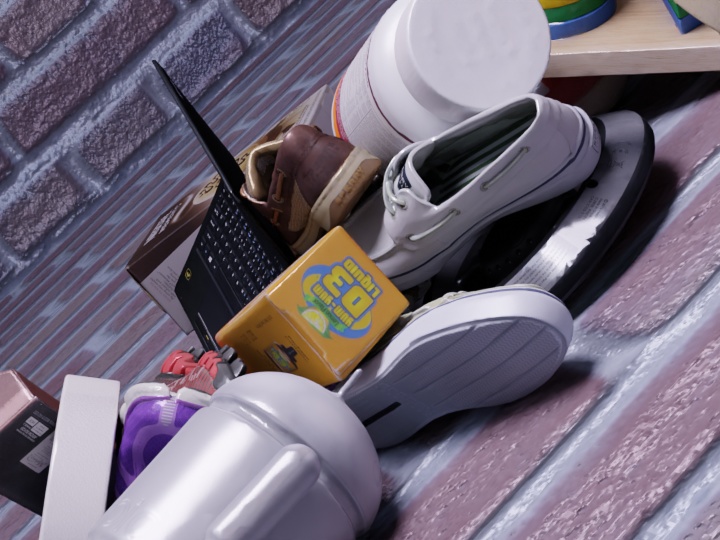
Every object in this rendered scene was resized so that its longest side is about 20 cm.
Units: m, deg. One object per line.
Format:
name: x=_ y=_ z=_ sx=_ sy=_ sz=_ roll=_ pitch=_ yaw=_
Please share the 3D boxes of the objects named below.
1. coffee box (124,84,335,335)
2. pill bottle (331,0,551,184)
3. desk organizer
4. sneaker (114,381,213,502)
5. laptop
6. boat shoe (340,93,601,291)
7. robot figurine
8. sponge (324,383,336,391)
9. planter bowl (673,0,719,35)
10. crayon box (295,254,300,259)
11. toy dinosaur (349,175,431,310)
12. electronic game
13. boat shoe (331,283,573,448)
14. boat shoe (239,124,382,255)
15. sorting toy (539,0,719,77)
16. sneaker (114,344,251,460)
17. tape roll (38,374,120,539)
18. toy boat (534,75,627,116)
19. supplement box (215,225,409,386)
coffee box: x=-0.086 y=-0.050 z=1.324 sx=0.200 sy=0.080 sz=0.113 roll=-36 pitch=16 yaw=22
pill bottle: x=0.050 y=-0.121 z=1.045 sx=0.110 sy=0.110 sz=0.200 roll=-46 pitch=2 yaw=-16
desk organizer: x=-0.223 y=0.124 z=1.148 sx=0.072 sy=0.200 sz=0.077 roll=-42 pitch=58 yaw=-1
sneaker: x=-0.116 y=0.148 z=0.964 sx=0.084 sy=0.080 sz=0.201 roll=-80 pitch=2 yaw=-49
laptop: x=-0.113 y=-0.016 z=1.171 sx=0.201 sy=0.103 sz=0.178 roll=-64 pitch=38 yaw=27
boat shoe: x=0.045 y=-0.052 z=0.965 sx=0.199 sy=0.067 sz=0.074 roll=-32 pitch=50 yaw=27
robot figurine: x=-0.066 y=0.135 z=0.862 sx=0.200 sy=0.113 sz=0.170 roll=-48 pitch=4 yaw=-24
sponge: x=-0.085 y=0.130 z=1.102 sx=0.200 sy=0.030 sz=0.112 roll=-26 pitch=21 yaw=48
planter bowl: x=0.248 y=-0.190 z=0.887 sx=0.200 sy=0.199 sz=0.135 roll=-74 pitch=8 yaw=-65
crayon box: x=-0.047 y=0.009 z=1.316 sx=0.127 sy=0.051 sz=0.200 roll=-22 pitch=24 yaw=52
toy dinosaur: x=0.000 y=0.000 z=1.112 sx=0.103 sy=0.077 sz=0.200 roll=-55 pitch=5 yaw=-18
electronic game: x=0.108 y=-0.020 z=1.003 sx=0.200 sy=0.042 sz=0.200 roll=-46 pitch=14 yaw=15
boat shoe: x=0.045 y=0.042 z=0.911 sx=0.200 sy=0.072 sz=0.062 roll=-29 pitch=35 yaw=48
boat shoe: x=-0.040 y=-0.060 z=1.052 sx=0.072 sy=0.072 sz=0.200 roll=-56 pitch=5 yaw=-6
sorting toy: x=0.202 y=-0.216 z=1.114 sx=0.199 sy=0.070 sz=0.199 roll=2 pitch=38 yaw=31
sneaker: x=-0.109 y=0.101 z=1.047 sx=0.098 sy=0.071 sz=0.200 roll=-45 pitch=12 yaw=-16
tape roll: x=-0.180 y=0.166 z=0.999 sx=0.203 sy=0.037 sz=0.204 roll=-171 pitch=90 yaw=-81
toy boat: x=0.091 y=-0.132 z=1.201 sx=0.200 sy=0.131 sz=0.131 roll=-41 pitch=14 yaw=1
supplement box: x=-0.034 y=0.033 z=0.990 sx=0.069 sy=0.067 sz=0.200 roll=-43 pitch=3 yaw=-14
